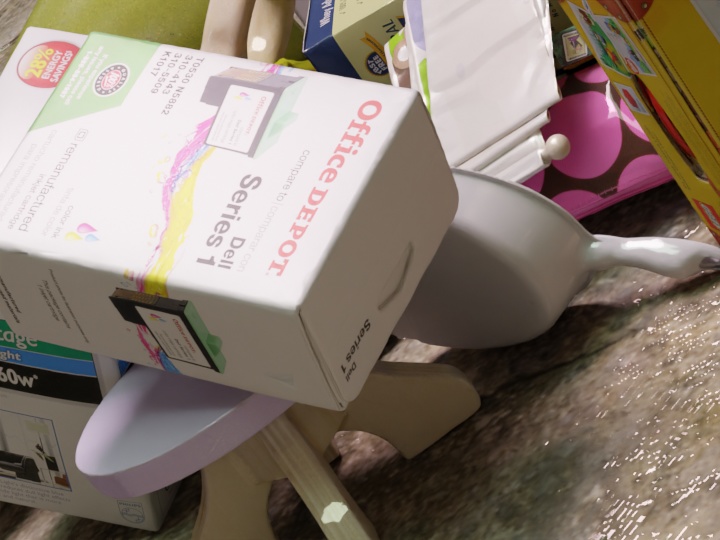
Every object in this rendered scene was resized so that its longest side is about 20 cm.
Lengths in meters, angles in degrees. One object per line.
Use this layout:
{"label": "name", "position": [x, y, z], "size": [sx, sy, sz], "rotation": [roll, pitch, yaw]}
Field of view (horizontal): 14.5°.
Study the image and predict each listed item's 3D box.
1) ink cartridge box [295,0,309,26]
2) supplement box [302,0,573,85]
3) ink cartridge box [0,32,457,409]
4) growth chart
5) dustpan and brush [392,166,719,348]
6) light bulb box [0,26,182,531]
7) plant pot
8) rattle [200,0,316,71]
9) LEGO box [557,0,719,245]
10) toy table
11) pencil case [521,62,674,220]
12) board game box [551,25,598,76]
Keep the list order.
{"label": "ink cartridge box", "position": [-0.037, -0.262, 1.960], "size": [0.084, 0.200, 0.145], "rotation": [-30, 26, 17]}
{"label": "supplement box", "position": [0.087, -0.178, 1.735], "size": [0.199, 0.134, 0.200], "rotation": [-28, 27, 19]}
{"label": "ink cartridge box", "position": [-0.073, -0.028, 1.410], "size": [0.199, 0.084, 0.145], "rotation": [12, 56, 27]}
{"label": "growth chart", "position": [0.061, -0.118, 1.565], "size": [0.144, 0.018, 0.201], "rotation": [-23, 56, 39]}
{"label": "dustpan and brush", "position": [0.096, -0.006, 1.490], "size": [0.199, 0.140, 0.057], "rotation": [12, 57, 27]}
{"label": "light bulb box", "position": [-0.153, 0.004, 1.615], "size": [0.124, 0.201, 0.199], "rotation": [9, 49, 16]}
{"label": "plant pot", "position": [-0.163, -0.149, 1.985], "size": [0.200, 0.187, 0.187], "rotation": [-46, 25, 1]}
{"label": "rattle", "position": [-0.024, -0.185, 1.806], "size": [0.142, 0.130, 0.201], "rotation": [9, 69, 29]}
{"label": "LEGO box", "position": [0.205, -0.118, 1.407], "size": [0.149, 0.200, 0.077], "rotation": [-42, 26, -11]}
{"label": "toy table", "position": [-0.038, 0.080, 1.486], "size": [0.199, 0.117, 0.184], "rotation": [-32, 27, 14]}
{"label": "pencil case", "position": [0.143, -0.071, 1.550], "size": [0.199, 0.091, 0.094], "rotation": [-26, 64, 27]}
{"label": "board game box", "position": [0.203, -0.155, 1.577], "size": [0.199, 0.024, 0.105], "rotation": [-23, -8, 8]}
